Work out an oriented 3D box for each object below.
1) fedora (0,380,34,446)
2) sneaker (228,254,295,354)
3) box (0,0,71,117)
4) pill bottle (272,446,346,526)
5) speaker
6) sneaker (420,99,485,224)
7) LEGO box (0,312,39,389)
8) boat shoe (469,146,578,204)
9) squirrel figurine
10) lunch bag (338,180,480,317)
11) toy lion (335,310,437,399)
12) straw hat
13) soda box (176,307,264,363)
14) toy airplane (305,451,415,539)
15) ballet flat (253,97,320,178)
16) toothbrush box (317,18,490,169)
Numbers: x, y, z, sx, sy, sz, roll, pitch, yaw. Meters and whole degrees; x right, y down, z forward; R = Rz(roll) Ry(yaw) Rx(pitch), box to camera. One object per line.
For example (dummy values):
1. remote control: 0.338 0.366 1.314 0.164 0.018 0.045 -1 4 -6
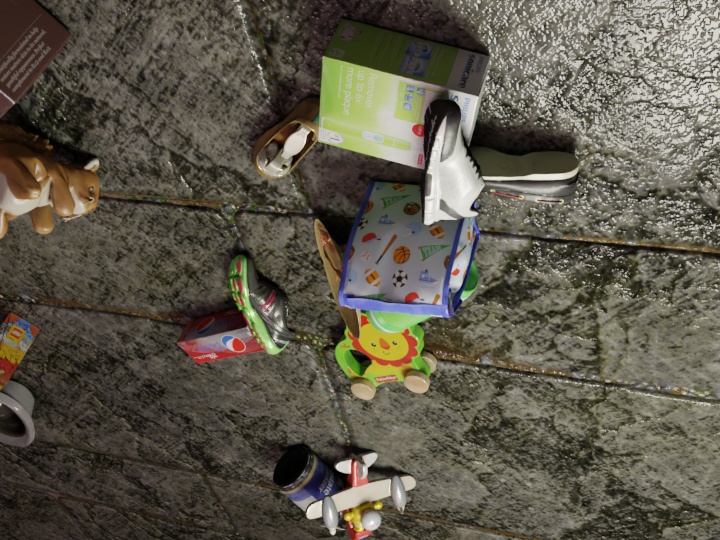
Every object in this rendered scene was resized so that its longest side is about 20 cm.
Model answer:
1. fedora: -0.880 0.341 2.278 0.176 0.091 0.201 6 133 16
2. sneaker: -0.175 0.052 1.627 0.077 0.084 0.201 25 142 54
3. box: -0.556 -0.301 1.294 0.199 0.166 0.164 -23 124 43
4. pill bottle: -0.101 0.502 2.089 0.111 0.112 0.200 -15 130 37
5. speaker: 0.095 0.035 1.460 0.088 0.089 0.200 37 139 -20
6. sneaker: 0.116 -0.136 1.134 0.079 0.074 0.200 -1 146 1
7. LEGO box: -0.814 0.203 2.035 0.077 0.149 0.200 35 141 -18
8. boat shoe: 0.192 -0.125 1.230 0.200 0.074 0.063 6 133 13
9. squirrel figurine: -0.515 -0.160 1.464 0.142 0.186 0.200 -44 73 33
10. lunch bag: 0.071 -0.018 1.313 0.169 0.201 0.124 4 139 19
11. toy lion: 0.034 0.139 1.640 0.199 0.069 0.192 -14 123 37
12. straw hat: 0.000 0.000 1.443 0.085 0.202 0.202 -19 140 -11
13. soda box: -0.255 0.122 1.745 0.199 0.064 0.070 -14 130 37
14. toy airplane: 0.005 0.496 1.975 0.200 0.141 0.199 -46 129 5
15. ballet flat: -0.111 -0.178 1.317 0.068 0.063 0.200 32 141 -14
16. toothbrush box: 0.052 -0.220 1.174 0.199 0.086 0.146 15 142 5
